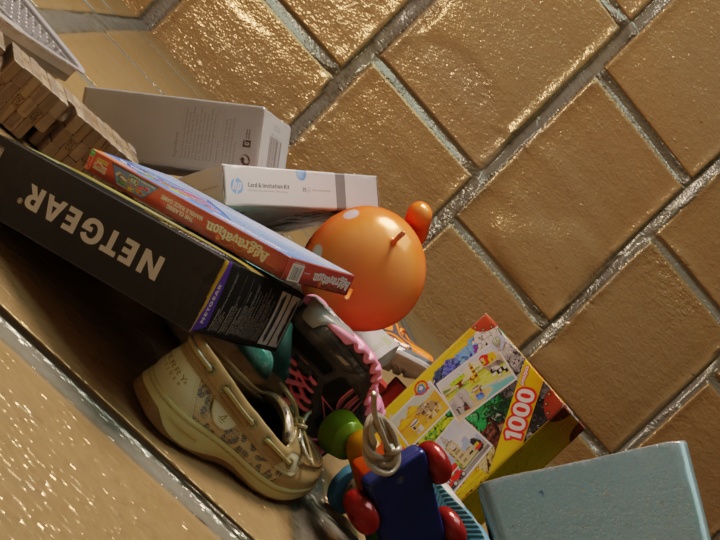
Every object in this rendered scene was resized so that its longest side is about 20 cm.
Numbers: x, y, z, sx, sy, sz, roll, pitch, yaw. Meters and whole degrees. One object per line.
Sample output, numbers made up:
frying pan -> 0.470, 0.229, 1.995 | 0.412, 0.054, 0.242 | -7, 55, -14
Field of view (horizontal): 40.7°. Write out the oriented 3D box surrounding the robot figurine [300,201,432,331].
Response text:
robot figurine -> 0.001, -0.002, 0.926 | 0.200, 0.141, 0.119 | 165, -78, -83

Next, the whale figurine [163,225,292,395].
whale figurine -> -0.096, 0.036, 0.847 | 0.200, 0.103, 0.159 | 48, 3, -35

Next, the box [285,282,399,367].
box -> -0.067, 0.044, 1.004 | 0.199, 0.037, 0.144 | 42, 26, 13

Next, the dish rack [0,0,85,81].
dish rack -> -0.401, -0.286, 1.066 | 0.172, 0.043, 0.200 | 48, 5, 14

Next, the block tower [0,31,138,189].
block tower -> -0.283, -0.139, 0.875 | 0.200, 0.058, 0.054 | 46, 5, -36

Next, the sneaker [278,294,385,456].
sneaker -> -0.035, 0.099, 0.799 | 0.079, 0.095, 0.201 | 45, -17, 30

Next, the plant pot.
plant pot -> 0.227, 0.307, 0.878 | 0.197, 0.192, 0.203 | 73, 7, -49

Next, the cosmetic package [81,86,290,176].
cosmetic package -> -0.182, -0.136, 1.010 | 0.196, 0.073, 0.101 | 8, -1, 11

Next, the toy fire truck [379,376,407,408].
toy fire truck -> -0.010, 0.121, 1.249 | 0.200, 0.049, 0.141 | 47, 5, 1

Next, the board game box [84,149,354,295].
board game box -> -0.106, -0.036, 0.734 | 0.198, 0.020, 0.103 | 28, 4, 27

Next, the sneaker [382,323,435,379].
sneaker -> 0.030, 0.062, 1.320 | 0.197, 0.113, 0.078 | 27, -24, 10

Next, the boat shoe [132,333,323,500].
boat shoe -> -0.076, 0.108, 0.693 | 0.074, 0.063, 0.200 | 51, 6, 37

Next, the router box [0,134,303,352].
router box -> -0.154, -0.016, 0.686 | 0.198, 0.053, 0.157 | 28, -1, 17

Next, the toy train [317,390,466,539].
toy train -> 0.006, 0.141, 0.740 | 0.115, 0.084, 0.203 | 34, -34, 51

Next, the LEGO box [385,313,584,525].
LEGO box -> 0.118, 0.175, 1.058 | 0.149, 0.200, 0.077 | 50, 6, 40

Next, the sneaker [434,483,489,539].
sneaker -> 0.086, 0.254, 0.899 | 0.081, 0.076, 0.201 | 46, 7, -34

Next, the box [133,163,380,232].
box -> -0.102, -0.067, 0.971 | 0.198, 0.154, 0.042 | -3, 85, -44
